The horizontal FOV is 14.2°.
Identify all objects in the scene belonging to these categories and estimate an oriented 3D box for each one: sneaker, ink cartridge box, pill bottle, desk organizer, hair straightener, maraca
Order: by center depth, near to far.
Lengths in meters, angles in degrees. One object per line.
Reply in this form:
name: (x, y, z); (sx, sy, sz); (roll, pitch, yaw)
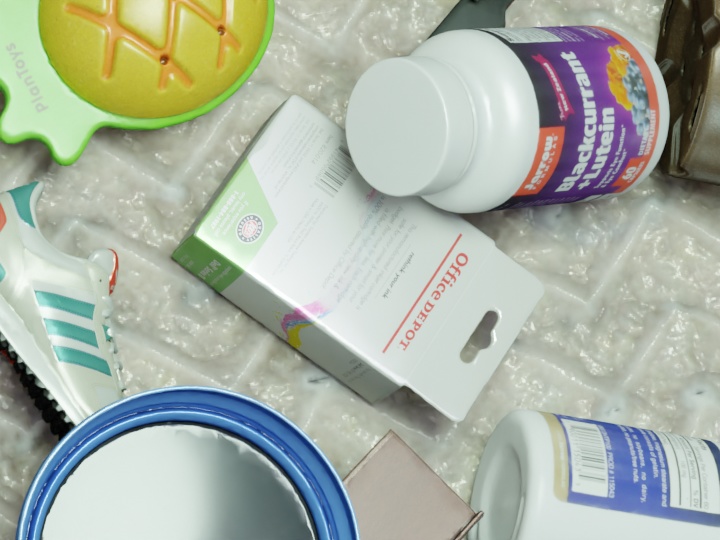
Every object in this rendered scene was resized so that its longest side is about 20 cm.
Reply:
sneaker: (-0.166, 0.035, 1.714); (0.093, 0.070, 0.200); (-38, 88, -15)
desk organizer: (-0.026, 0.194, 1.726); (0.077, 0.072, 0.200); (45, 69, -1)
maraca: (-0.144, -0.145, 1.741); (0.200, 0.107, 0.137); (-30, 89, -20)
pill bottle: (0.088, -0.092, 1.761); (0.200, 0.111, 0.112); (-7, 79, -47)
pill bottle: (0.177, 0.158, 1.770); (0.200, 0.120, 0.120); (11, 75, -15)
ink cartridge box: (0.000, 0.000, 1.776); (0.200, 0.067, 0.117); (37, 69, -6)
hair straightener: (0.096, -0.177, 1.839); (0.041, 0.077, 0.200); (44, 70, 3)

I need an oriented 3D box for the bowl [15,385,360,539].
bowl: (-0.099, 0.167, 1.652); (0.200, 0.039, 0.201); (3, 77, -15)

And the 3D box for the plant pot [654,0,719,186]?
plant pot: (0.298, -0.124, 1.841); (0.198, 0.200, 0.200); (7, 76, -8)
